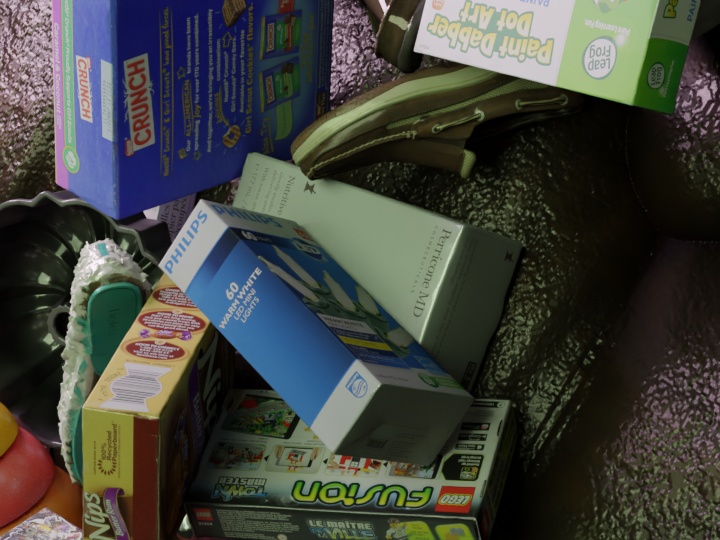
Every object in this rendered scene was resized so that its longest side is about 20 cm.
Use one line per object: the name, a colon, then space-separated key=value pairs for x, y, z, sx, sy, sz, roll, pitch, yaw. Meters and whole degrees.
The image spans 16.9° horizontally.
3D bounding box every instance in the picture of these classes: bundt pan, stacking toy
bundt pan: x=-0.197 y=0.030 z=1.772 sx=0.202 sy=0.076 sz=0.202 roll=8 pitch=110 yaw=23
stacking toy: x=-0.280 y=0.135 z=1.743 sx=0.146 sy=0.146 sz=0.200 roll=1 pitch=123 yaw=37

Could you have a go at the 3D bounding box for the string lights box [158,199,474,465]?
string lights box: x=-0.031 y=0.040 z=1.567 sx=0.200 sy=0.103 sz=0.059 roll=45 pitch=110 yaw=34

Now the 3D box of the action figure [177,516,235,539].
action figure: x=-0.066 y=0.196 z=1.674 sx=0.134 sy=0.149 sz=0.200 roll=-38 pitch=27 yaw=-29

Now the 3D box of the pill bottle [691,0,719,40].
pill bottle: x=0.173 y=-0.253 z=1.592 sx=0.114 sy=0.114 sz=0.200 roll=-35 pitch=60 yaw=24

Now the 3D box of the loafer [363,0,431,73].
loafer: x=0.015 y=-0.200 z=1.669 sx=0.200 sy=0.071 sz=0.073 roll=-92 pitch=17 yaw=-58

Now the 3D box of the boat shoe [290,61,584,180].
boat shoe: x=0.055 y=-0.097 z=1.629 sx=0.202 sy=0.075 sz=0.075 roll=-24 pitch=82 yaw=3

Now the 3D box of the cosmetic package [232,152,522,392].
cosmetic package: x=0.000 y=0.000 z=1.668 sx=0.200 sy=0.081 sz=0.113 roll=18 pitch=90 yaw=39

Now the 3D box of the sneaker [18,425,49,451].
sneaker: x=-0.315 y=0.076 z=1.873 sx=0.067 sy=0.090 sz=0.200 roll=-45 pitch=56 yaw=19

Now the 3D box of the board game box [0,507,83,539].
board game box: x=-0.173 y=0.282 z=1.593 sx=0.200 sy=0.097 sz=0.159 roll=28 pitch=126 yaw=25

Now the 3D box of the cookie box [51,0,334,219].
cookie box: x=-0.115 y=-0.149 z=1.684 sx=0.075 sy=0.200 sz=0.171 roll=27 pitch=125 yaw=39

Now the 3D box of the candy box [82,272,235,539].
candy box: x=-0.131 y=0.093 z=1.606 sx=0.056 sy=0.200 sz=0.117 roll=7 pitch=118 yaw=8

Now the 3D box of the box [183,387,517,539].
box: x=-0.006 y=0.130 z=1.595 sx=0.200 sy=0.035 sz=0.110 roll=2 pitch=43 yaw=18

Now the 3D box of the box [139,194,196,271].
box: x=-0.144 y=-0.092 z=1.827 sx=0.041 sy=0.039 sz=0.200 roll=3 pitch=79 yaw=39

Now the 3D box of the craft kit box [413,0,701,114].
craft kit box: x=0.134 y=-0.212 z=1.514 sx=0.200 sy=0.049 sz=0.198 roll=19 pitch=100 yaw=47

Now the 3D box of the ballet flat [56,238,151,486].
ballet flat: x=-0.178 y=0.061 z=1.694 sx=0.072 sy=0.072 sz=0.200 roll=43 pitch=138 yaw=36
